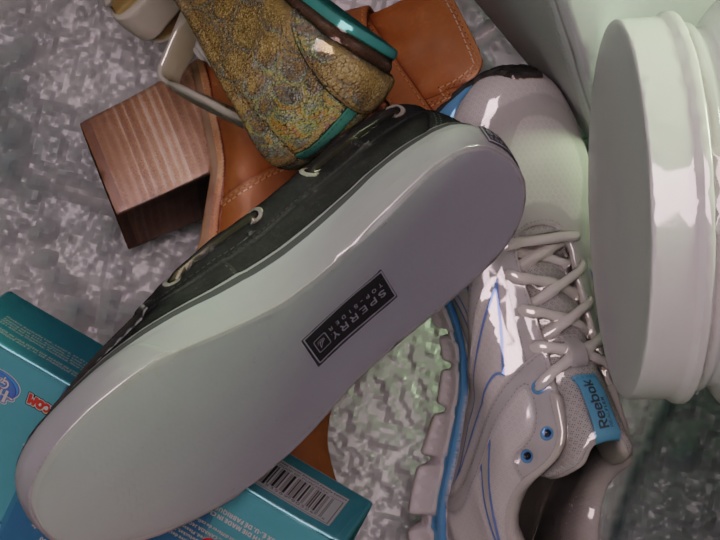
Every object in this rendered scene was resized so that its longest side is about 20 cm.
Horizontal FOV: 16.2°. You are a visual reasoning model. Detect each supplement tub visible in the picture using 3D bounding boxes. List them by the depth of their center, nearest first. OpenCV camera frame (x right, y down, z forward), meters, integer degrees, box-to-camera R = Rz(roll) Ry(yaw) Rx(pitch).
[{"bbox_3d":[0.181,-0.023,0.820,0.199,0.145,0.146,-2,82,-4],"label":"supplement tub"}]

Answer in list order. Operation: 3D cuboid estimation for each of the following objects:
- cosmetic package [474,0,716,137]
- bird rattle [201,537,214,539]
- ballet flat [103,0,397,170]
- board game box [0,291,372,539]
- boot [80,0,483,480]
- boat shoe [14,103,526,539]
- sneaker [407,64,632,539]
[{"bbox_3d":[0.082,-0.188,0.886,0.167,0.166,0.200,-36,66,-2],"label":"cosmetic package"},{"bbox_3d":[-0.035,0.195,0.825,0.199,0.113,0.164,23,126,-5],"label":"bird rattle"},{"bbox_3d":[-0.057,-0.101,0.917,0.071,0.071,0.200,-39,45,-3],"label":"ballet flat"},{"bbox_3d":[-0.108,0.132,0.895,0.150,0.047,0.201,30,109,6],"label":"board game box"},{"bbox_3d":[0.000,0.000,0.935,0.154,0.074,0.201,-22,84,-5],"label":"boot"},{"bbox_3d":[-0.034,0.016,0.836,0.200,0.069,0.057,-36,40,-15],"label":"boat shoe"},{"bbox_3d":[0.066,0.029,0.891,0.075,0.087,0.201,-9,104,-29],"label":"sneaker"}]
